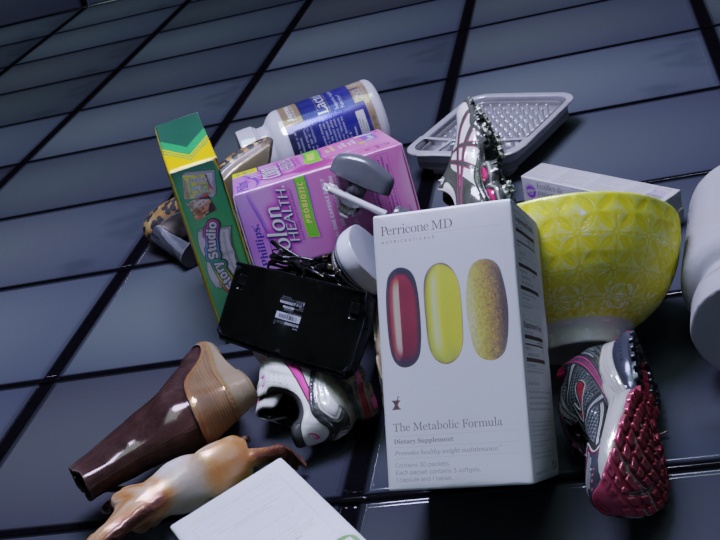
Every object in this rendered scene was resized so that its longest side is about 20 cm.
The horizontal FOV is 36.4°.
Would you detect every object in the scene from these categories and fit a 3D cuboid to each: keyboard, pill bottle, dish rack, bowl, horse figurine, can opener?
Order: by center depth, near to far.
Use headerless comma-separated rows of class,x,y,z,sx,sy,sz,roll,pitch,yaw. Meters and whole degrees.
horse figurine,-0.139,0.175,0.885,0.197,0.051,0.133,-22,-6,-13
pill bottle,0.332,-0.004,0.934,0.113,0.116,0.201,-4,29,23
bowl,0.187,0.020,0.954,0.197,0.200,0.110,-9,70,14
keyboard,-0.050,0.034,1.005,0.198,0.106,0.039,13,-7,46
can opener,0.050,-0.060,1.159,0.198,0.067,0.053,28,7,4
dish rack,0.174,-0.176,1.435,0.170,0.044,0.200,5,34,37
pill bottle,-0.063,-0.173,1.483,0.197,0.117,0.116,-20,27,-8

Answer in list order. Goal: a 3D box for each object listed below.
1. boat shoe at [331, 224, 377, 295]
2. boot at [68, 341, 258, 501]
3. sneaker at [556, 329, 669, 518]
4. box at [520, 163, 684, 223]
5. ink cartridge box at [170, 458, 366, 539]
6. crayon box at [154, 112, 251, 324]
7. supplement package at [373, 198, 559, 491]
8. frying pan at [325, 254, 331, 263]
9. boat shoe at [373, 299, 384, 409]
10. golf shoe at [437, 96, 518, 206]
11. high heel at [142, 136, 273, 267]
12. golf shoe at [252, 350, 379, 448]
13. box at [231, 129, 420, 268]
boat shoe,0.000,0.000,1.088,0.056,0.069,0.200,-30,-6,10
boot,-0.187,0.133,0.981,0.165,0.073,0.200,-28,8,-17
sneaker,0.187,0.122,0.830,0.074,0.081,0.200,-22,16,21
box,0.262,-0.080,1.204,0.041,0.039,0.199,-30,30,-30
ink cartridge box,-0.049,0.222,0.780,0.103,0.060,0.199,-28,28,-21
crayon box,-0.165,-0.052,1.211,0.057,0.203,0.173,-19,27,-8
supplement package,0.081,0.059,0.834,0.112,0.204,0.109,-7,-9,19
frying pan,0.025,-0.016,1.236,0.187,0.031,0.115,-23,28,-6
boat shoe,0.046,0.084,0.983,0.071,0.066,0.201,-17,26,-1
golf shoe,0.126,-0.124,1.281,0.087,0.077,0.202,-25,43,20
high heel,-0.203,-0.108,1.426,0.201,0.071,0.142,-53,40,-7
golf shoe,-0.068,0.096,1.019,0.091,0.074,0.199,-28,29,-19
box,-0.045,-0.085,1.285,0.197,0.098,0.176,-18,14,-3
